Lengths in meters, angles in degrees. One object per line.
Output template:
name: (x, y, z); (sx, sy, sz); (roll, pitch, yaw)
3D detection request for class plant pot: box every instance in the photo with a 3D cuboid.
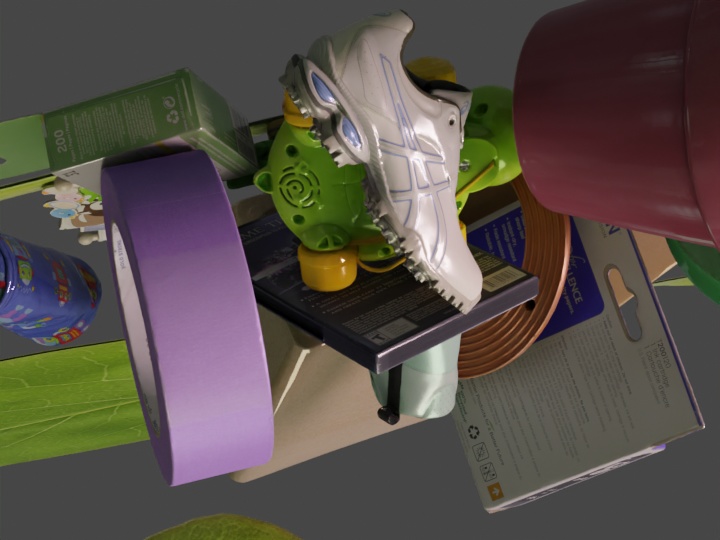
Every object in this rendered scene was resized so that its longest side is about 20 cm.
plant pot: (-0.037, 0.025, 1.466); (0.199, 0.201, 0.177); (-17, 159, -22)
plant pot: (0.199, -0.099, 1.096); (0.178, 0.201, 0.200); (1, 178, 33)

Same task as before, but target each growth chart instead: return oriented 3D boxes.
growth chart: (-0.171, -0.053, 1.392); (0.144, 0.018, 0.200); (-9, 169, -7)

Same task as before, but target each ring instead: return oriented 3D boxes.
ring: (0.070, -0.023, 1.285); (0.200, 0.202, 0.019); (-20, 168, 41)

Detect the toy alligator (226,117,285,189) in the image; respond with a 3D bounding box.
toy alligator: (-0.052, -0.077, 1.258); (0.199, 0.060, 0.054); (-9, 170, -13)

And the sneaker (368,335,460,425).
sneaker: (-0.004, 0.036, 1.290); (0.073, 0.119, 0.200); (-21, -147, -31)

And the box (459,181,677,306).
box: (0.150, -0.045, 1.303); (0.200, 0.163, 0.021); (-42, -169, 40)

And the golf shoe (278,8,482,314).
golf shoe: (0.039, -0.066, 1.095); (0.097, 0.200, 0.078); (-34, -153, -2)

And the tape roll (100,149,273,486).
tape roll: (-0.109, 0.029, 1.119); (0.065, 0.201, 0.200); (-11, 171, -12)

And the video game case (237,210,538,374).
video game case: (0.000, 0.000, 1.212); (0.142, 0.019, 0.200); (-24, -146, -33)

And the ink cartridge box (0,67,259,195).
ink cartridge box: (-0.181, -0.073, 1.182); (0.199, 0.048, 0.146); (-15, 170, 9)

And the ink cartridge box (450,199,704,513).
ink cartridge box: (0.138, 0.048, 1.271); (0.200, 0.199, 0.043); (-27, 166, 39)

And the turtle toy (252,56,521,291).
turtle toy: (0.026, -0.075, 1.186); (0.199, 0.147, 0.101); (-8, -159, -11)

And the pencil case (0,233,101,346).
pencil case: (-0.283, 0.015, 1.470); (0.086, 0.079, 0.200); (-11, 170, 12)

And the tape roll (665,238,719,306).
tape roll: (0.293, -0.061, 1.177); (0.199, 0.201, 0.048); (-13, 154, 9)
